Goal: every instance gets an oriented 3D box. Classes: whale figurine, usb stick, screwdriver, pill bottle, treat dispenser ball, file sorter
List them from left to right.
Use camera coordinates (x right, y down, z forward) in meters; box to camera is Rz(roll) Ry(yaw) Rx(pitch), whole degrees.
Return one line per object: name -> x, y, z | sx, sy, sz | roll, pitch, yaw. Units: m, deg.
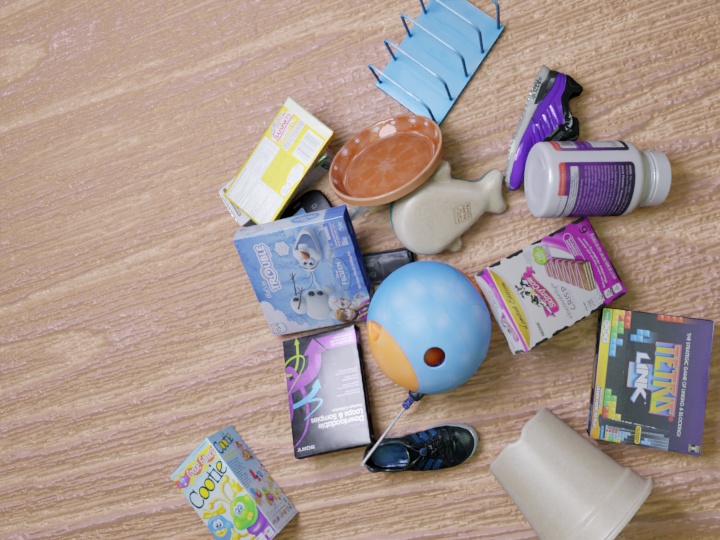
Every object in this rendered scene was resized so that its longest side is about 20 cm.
usb stick -> 0.000, 0.000, 1.132 | 0.194, 0.033, 0.057 | -8, 101, 14
screwdriver -> 0.062, 0.240, 1.075 | 0.028, 0.029, 0.200 | 30, 67, 33
treat dispenser ball -> 0.106, 0.088, 1.017 | 0.195, 0.201, 0.208 | 0, 89, 14
file sorter -> 0.121, -0.366, 1.062 | 0.138, 0.122, 0.202 | 37, 98, 12
whale figurine -> 0.140, -0.110, 1.073 | 0.195, 0.104, 0.163 | -20, 118, -7
pill bottle -> 0.359, -0.139, 0.987 | 0.194, 0.111, 0.115 | -1, 89, -5

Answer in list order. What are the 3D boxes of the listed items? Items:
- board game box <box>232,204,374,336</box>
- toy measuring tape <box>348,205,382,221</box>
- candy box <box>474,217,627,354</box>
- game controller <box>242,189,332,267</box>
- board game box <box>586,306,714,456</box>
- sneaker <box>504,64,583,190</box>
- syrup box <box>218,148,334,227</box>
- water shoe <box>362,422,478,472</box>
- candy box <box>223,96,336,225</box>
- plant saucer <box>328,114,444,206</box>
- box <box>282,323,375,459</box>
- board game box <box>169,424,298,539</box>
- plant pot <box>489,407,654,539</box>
board game box -> -0.089, 0.006, 1.097 | 0.193, 0.044, 0.204 | -11, 120, 15
toy measuring tape -> 0.005, -0.129, 1.106 | 0.198, 0.074, 0.074 | -35, 81, 0
candy box -> 0.293, 0.021, 1.001 | 0.196, 0.061, 0.139 | -26, 83, -15
game controller -> -0.125, -0.052, 1.160 | 0.198, 0.042, 0.105 | -38, 81, 10
board game box -> 0.444, 0.167, 1.005 | 0.160, 0.057, 0.207 | 6, 91, 15
sneaker -> 0.299, -0.218, 1.041 | 0.097, 0.069, 0.205 | 21, 95, 11
syrup box -> -0.145, -0.165, 1.147 | 0.198, 0.079, 0.082 | -38, 81, 11
water shoe -> 0.100, 0.306, 1.078 | 0.195, 0.079, 0.074 | -15, 86, 13
candy box -> -0.136, -0.177, 1.091 | 0.102, 0.026, 0.202 | 38, 98, 13
plant saucer -> 0.043, -0.175, 1.049 | 0.195, 0.033, 0.204 | -17, 42, 16
box -> -0.057, 0.208, 1.116 | 0.139, 0.036, 0.206 | -14, 71, 13
board game box -> -0.221, 0.395, 1.145 | 0.103, 0.105, 0.201 | -43, 79, 10
plant pot -> 0.302, 0.320, 0.982 | 0.183, 0.200, 0.202 | 44, 99, 21
